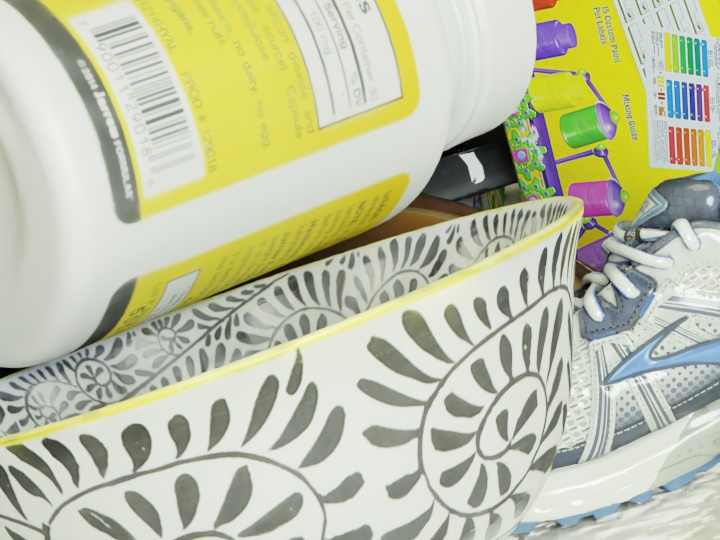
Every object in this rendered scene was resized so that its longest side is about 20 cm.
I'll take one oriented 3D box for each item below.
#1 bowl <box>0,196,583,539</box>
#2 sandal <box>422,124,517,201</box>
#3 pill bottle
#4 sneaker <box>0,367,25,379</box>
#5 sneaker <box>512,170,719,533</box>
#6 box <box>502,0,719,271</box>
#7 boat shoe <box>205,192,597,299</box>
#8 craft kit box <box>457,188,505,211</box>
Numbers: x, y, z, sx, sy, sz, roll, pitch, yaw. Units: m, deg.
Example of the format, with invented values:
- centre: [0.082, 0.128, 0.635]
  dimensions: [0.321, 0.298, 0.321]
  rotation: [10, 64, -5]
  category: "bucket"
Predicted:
- centre: [-0.021, 0.057, 0.778]
  dimensions: [0.200, 0.095, 0.201]
  rotation: [-19, 6, 2]
  category: "bowl"
- centre: [0.011, -0.056, 1.106]
  dimensions: [0.076, 0.043, 0.200]
  rotation: [-18, 15, -9]
  category: "sandal"
- centre: [-0.043, -0.053, 0.876]
  dimensions: [0.199, 0.112, 0.111]
  rotation: [-22, 16, -39]
  category: "pill bottle"
- centre: [-0.174, 0.031, 0.952]
  dimensions: [0.199, 0.079, 0.076]
  rotation: [-13, 49, 5]
  category: "sneaker"
- centre: [0.088, 0.014, 0.864]
  dimensions: [0.199, 0.086, 0.077]
  rotation: [-16, 15, 3]
  category: "sneaker"
- centre: [0.146, -0.099, 0.983]
  dimensions: [0.191, 0.201, 0.122]
  rotation: [-8, 16, 23]
  category: "box"
- centre: [0.000, 0.000, 0.968]
  dimensions: [0.199, 0.071, 0.070]
  rotation: [15, 20, 22]
  category: "boat shoe"
- centre: [-0.044, -0.003, 1.135]
  dimensions: [0.199, 0.049, 0.198]
  rotation: [-13, 18, 8]
  category: "craft kit box"
